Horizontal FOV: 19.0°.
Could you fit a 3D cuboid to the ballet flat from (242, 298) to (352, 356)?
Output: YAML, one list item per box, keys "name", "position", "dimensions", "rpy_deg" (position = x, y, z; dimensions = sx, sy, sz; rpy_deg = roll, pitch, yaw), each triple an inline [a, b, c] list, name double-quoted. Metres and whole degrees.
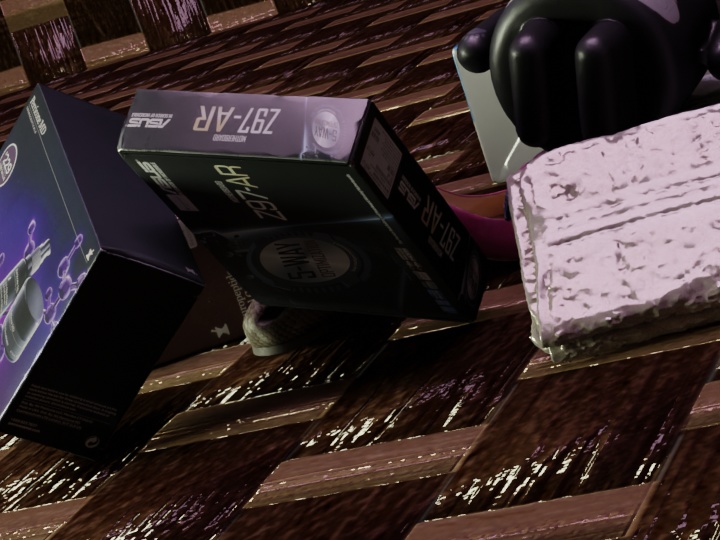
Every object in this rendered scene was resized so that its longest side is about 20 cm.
- name: "ballet flat"
  position: [0.000, 0.000, 1.462]
  dimensions: [0.200, 0.046, 0.067]
  rpy_deg: [-26, 15, -31]

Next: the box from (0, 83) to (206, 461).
- name: "box"
  position: [-0.183, -0.003, 1.340]
  dimensions: [0.141, 0.079, 0.200]
  rpy_deg: [-55, 34, 19]

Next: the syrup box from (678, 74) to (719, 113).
- name: "syrup box"
  position: [0.242, -0.071, 1.336]
  dimensions: [0.079, 0.081, 0.200]
  rpy_deg: [-13, 13, 15]

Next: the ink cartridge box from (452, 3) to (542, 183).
- name: "ink cartridge box"
  position: [0.145, -0.158, 1.768]
  dimensions: [0.067, 0.116, 0.200]
  rpy_deg: [-14, 14, 22]

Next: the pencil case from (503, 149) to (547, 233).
- name: "pencil case"
  position: [0.167, -0.065, 1.417]
  dimensions: [0.086, 0.083, 0.200]
  rpy_deg: [-10, 16, 32]

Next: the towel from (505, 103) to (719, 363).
- name: "towel"
  position: [0.183, -0.027, 1.194]
  dimensions: [0.200, 0.034, 0.133]
  rpy_deg: [-15, 54, 13]

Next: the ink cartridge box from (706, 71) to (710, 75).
- name: "ink cartridge box"
  position: [0.287, -0.149, 1.494]
  dimensions: [0.200, 0.116, 0.067]
  rpy_deg: [-11, 13, 28]

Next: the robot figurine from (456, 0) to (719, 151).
- name: "robot figurine"
  position: [0.154, -0.140, 1.329]
  dimensions: [0.125, 0.150, 0.200]
  rpy_deg: [-54, -3, 34]

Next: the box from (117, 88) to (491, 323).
- name: "box"
  position: [-0.030, -0.037, 1.295]
  dimensions: [0.160, 0.200, 0.044]
  rpy_deg: [5, 64, 28]

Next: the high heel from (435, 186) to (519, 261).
- name: "high heel"
  position: [0.067, -0.055, 1.433]
  dimensions: [0.200, 0.096, 0.067]
  rpy_deg: [-10, 19, -17]

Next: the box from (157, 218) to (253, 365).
- name: "box"
  position: [-0.126, 0.002, 1.504]
  dimensions: [0.200, 0.100, 0.075]
  rpy_deg: [-19, 18, 1]
